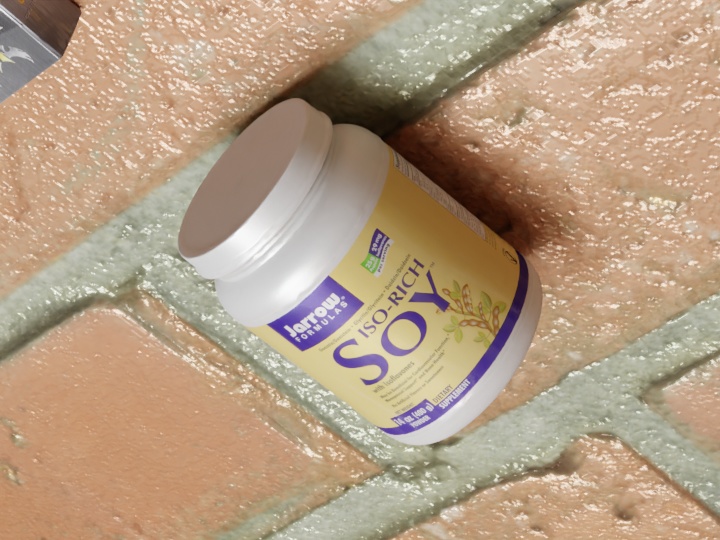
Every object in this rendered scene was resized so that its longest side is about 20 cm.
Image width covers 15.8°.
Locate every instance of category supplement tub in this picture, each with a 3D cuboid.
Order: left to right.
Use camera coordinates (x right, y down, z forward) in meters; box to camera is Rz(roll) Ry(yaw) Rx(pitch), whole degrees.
[{"bbox_3d":[0.000,0.000,1.625,0.200,0.146,0.145,38,135,-22],"label":"supplement tub"}]

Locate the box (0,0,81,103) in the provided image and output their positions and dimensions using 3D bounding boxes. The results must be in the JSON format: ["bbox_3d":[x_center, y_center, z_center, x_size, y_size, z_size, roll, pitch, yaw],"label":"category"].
[{"bbox_3d":[-0.298,-0.153,1.635,0.158,0.048,0.200,41,134,-23],"label":"box"}]
